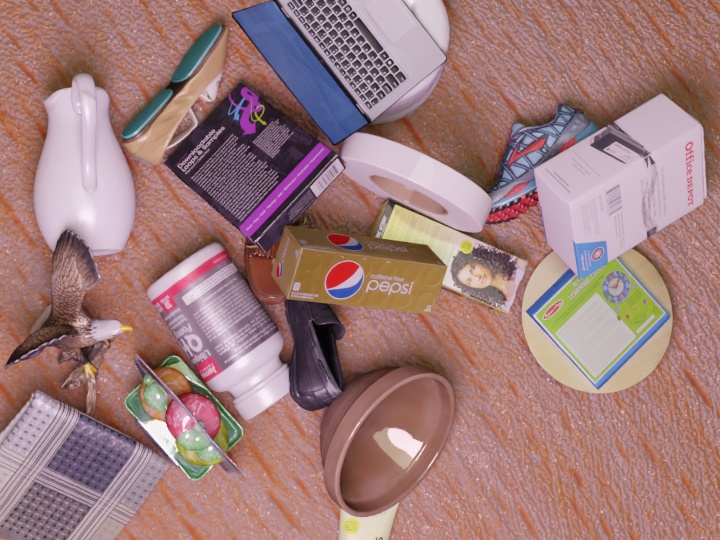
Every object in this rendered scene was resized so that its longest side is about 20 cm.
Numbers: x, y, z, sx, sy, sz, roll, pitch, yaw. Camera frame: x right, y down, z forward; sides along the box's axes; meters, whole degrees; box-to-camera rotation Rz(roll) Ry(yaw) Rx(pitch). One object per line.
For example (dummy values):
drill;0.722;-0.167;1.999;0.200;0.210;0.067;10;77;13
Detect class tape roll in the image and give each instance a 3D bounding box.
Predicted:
tape roll;0.064;-0.106;1.501;0.201;0.203;0.037;26;85;-5

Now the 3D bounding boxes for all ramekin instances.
ramekin;0.018;-0.291;1.555;0.198;0.098;0.203;0;87;-7

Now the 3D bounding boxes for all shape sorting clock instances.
shape sorting clock;0.305;0.058;1.602;0.197;0.039;0.203;1;83;-6

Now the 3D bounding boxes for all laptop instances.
laptop;-0.019;-0.270;1.442;0.199;0.116;0.188;-39;93;-8

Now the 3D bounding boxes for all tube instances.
tube;-0.004;0.377;1.545;0.058;0.052;0.203;19;77;-46

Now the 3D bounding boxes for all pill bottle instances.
pill bottle;-0.162;0.076;1.507;0.110;0.111;0.201;-34;91;-7

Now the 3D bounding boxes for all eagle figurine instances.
eagle figurine;-0.339;0.060;1.436;0.150;0.200;0.153;-30;61;-2

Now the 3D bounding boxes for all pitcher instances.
pitcher;-0.327;-0.123;1.466;0.120;0.171;0.203;-4;87;-16

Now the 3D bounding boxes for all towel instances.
towel;-0.354;0.252;1.462;0.192;0.035;0.200;32;108;-25

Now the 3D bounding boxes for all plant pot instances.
plant pot;0.016;0.191;1.511;0.092;0.201;0.201;34;81;36

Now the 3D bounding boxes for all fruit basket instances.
fruit basket;-0.209;0.176;1.451;0.094;0.200;0.186;-42;93;-8

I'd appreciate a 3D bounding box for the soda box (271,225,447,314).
soda box;0.000;0.000;1.475;0.198;0.064;0.068;6;113;-28

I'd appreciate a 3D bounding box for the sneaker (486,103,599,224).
sneaker;0.214;-0.139;1.595;0.199;0.079;0.096;-36;75;-12

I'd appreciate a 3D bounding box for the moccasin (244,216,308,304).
moccasin;-0.100;-0.058;1.514;0.073;0.078;0.204;12;70;-3

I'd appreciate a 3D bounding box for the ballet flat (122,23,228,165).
ballet flat;-0.218;-0.216;1.544;0.063;0.068;0.201;44;78;-30

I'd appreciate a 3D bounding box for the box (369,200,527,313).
box;0.107;-0.016;1.576;0.198;0.050;0.076;22;85;-5

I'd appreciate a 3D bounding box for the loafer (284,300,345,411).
loafer;-0.050;0.073;1.511;0.070;0.068;0.203;-20;56;25

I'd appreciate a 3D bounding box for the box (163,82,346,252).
box;-0.131;-0.128;1.504;0.143;0.036;0.200;-46;56;-6

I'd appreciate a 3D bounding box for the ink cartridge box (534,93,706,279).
ink cartridge box;0.328;-0.105;1.554;0.199;0.145;0.084;-30;49;-9
